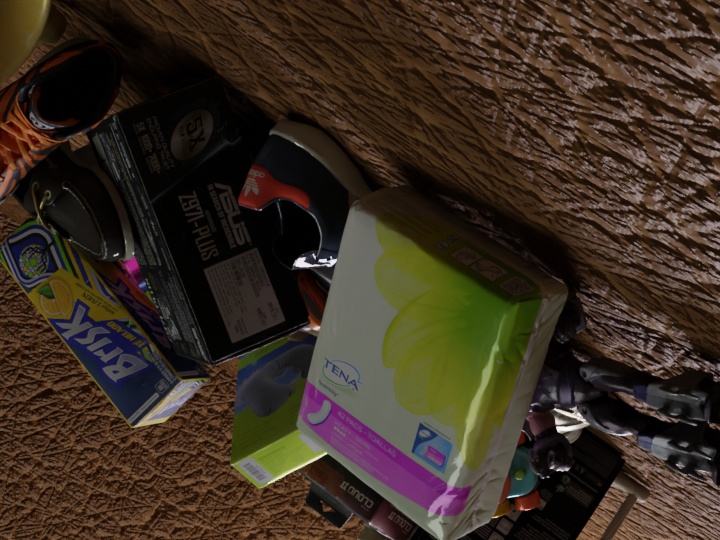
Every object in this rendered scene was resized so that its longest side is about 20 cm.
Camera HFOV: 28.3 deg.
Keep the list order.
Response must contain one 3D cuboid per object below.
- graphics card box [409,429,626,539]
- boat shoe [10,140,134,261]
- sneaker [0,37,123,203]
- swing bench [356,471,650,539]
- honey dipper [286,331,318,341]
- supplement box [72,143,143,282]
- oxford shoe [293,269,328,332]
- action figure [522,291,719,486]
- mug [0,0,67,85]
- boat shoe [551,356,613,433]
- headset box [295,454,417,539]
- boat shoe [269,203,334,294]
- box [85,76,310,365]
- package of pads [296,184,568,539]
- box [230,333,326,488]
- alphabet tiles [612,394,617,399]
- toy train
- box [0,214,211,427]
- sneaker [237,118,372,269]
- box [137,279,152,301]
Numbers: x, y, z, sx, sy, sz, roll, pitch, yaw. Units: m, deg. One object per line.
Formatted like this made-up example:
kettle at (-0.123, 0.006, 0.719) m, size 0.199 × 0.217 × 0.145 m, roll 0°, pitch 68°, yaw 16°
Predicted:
graphics card box at (0.139, 0.222, 1.320) m, size 0.125 × 0.200 × 0.051 m, roll 34°, pitch 169°, yaw 2°
boat shoe at (-0.249, -0.061, 1.171) m, size 0.201 × 0.060 × 0.072 m, roll 42°, pitch 138°, yaw 44°
sneaker at (-0.263, -0.108, 1.086) m, size 0.078 × 0.200 × 0.112 m, roll 46°, pitch 175°, yaw -16°
swing bench at (0.136, 0.239, 1.404) m, size 0.200 × 0.199 × 0.130 m, roll 36°, pitch 169°, yaw -5°
honey dipper at (-0.024, 0.058, 1.249) m, size 0.038 × 0.038 × 0.200 m, roll 43°, pitch 166°, yaw -34°
supplement box at (-0.191, -0.059, 1.317) m, size 0.101 × 0.103 × 0.200 m, roll 62°, pitch 171°, yaw 8°
oxford shoe at (-0.058, 0.021, 1.228) m, size 0.071 × 0.073 × 0.200 m, roll 57°, pitch -174°, yaw -11°
action figure at (0.155, 0.080, 0.949) m, size 0.200 × 0.069 × 0.131 m, roll 14°, pitch 119°, yaw 36°
mug at (-0.331, -0.215, 1.079) m, size 0.153 × 0.149 × 0.187 m, roll 39°, pitch 165°, yaw 28°
boat shoe at (0.113, 0.056, 1.063) m, size 0.063 × 0.073 × 0.200 m, roll -13°, pitch 140°, yaw 44°
headset box at (0.020, 0.145, 1.333) m, size 0.149 × 0.200 × 0.077 m, roll 29°, pitch 171°, yaw 39°
boat shoe at (-0.002, 0.002, 1.154) m, size 0.199 × 0.074 × 0.068 m, roll 34°, pitch 180°, yaw -31°
box at (-0.130, -0.036, 1.120) m, size 0.201 × 0.086 × 0.164 m, roll 69°, pitch 163°, yaw -6°
package of pads at (0.042, 0.060, 0.967) m, size 0.154 × 0.200 × 0.068 m, roll 34°, pitch -147°, yaw 32°
box at (-0.056, 0.092, 1.323) m, size 0.048 × 0.122 × 0.200 m, roll 46°, pitch -154°, yaw -32°
alphabet tiles at (0.133, 0.071, 1.211) m, size 0.167 × 0.008 × 0.200 m, roll 40°, pitch 168°, yaw -20°
toy train at (0.081, 0.127, 1.217) m, size 0.200 × 0.151 × 0.056 m, roll 27°, pitch -170°, yaw 7°
box at (-0.221, 0.038, 1.228) m, size 0.200 × 0.064 × 0.070 m, roll 49°, pitch -169°, yaw 12°
sneaker at (-0.013, -0.021, 1.054) m, size 0.200 × 0.085 × 0.075 m, roll 42°, pitch 168°, yaw -29°
box at (-0.147, 0.021, 1.381) m, size 0.048 × 0.122 × 0.200 m, roll 61°, pitch -169°, yaw 8°
